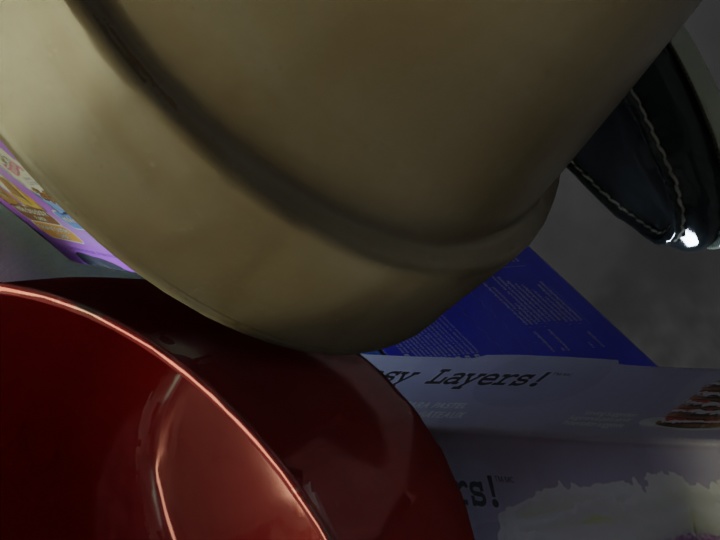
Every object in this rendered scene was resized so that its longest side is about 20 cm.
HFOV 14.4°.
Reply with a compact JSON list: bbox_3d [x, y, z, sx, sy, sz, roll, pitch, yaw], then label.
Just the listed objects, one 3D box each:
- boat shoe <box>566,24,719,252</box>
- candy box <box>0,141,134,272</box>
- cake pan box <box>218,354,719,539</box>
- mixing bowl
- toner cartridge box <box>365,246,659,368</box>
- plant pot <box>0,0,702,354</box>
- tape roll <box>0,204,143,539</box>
[{"bbox_3d":[0.034,-0.076,0.812,0.199,0.066,0.075,58,157,21],"label":"boat shoe"},{"bbox_3d":[-0.111,-0.085,0.794,0.200,0.072,0.168,41,168,-20],"label":"candy box"},{"bbox_3d":[0.057,0.115,0.781,0.200,0.052,0.184,2,111,40],"label":"cake pan box"},{"bbox_3d":[-0.045,0.081,0.735,0.200,0.108,0.200,13,115,30],"label":"mixing bowl"},{"bbox_3d":[0.000,0.000,0.915,0.200,0.095,0.043,46,129,42],"label":"toner cartridge box"},{"bbox_3d":[0.016,-0.106,0.661,0.174,0.200,0.200,-34,78,32],"label":"plant pot"},{"bbox_3d":[-0.068,0.069,0.896,0.037,0.203,0.203,-39,71,27],"label":"tape roll"}]
